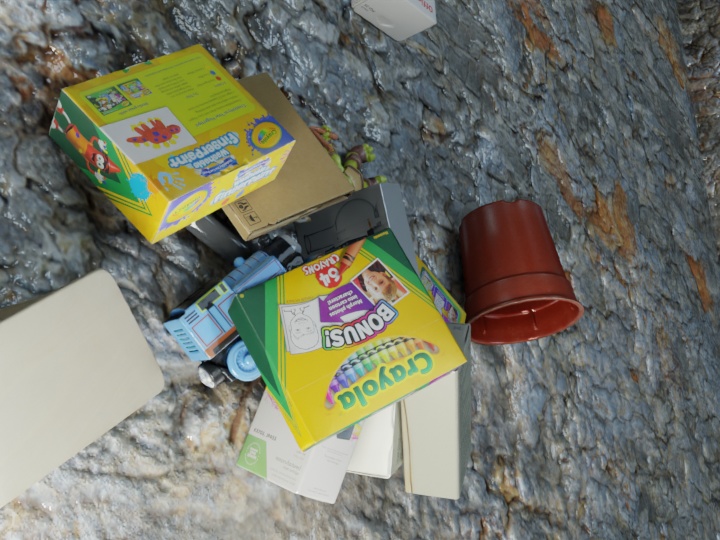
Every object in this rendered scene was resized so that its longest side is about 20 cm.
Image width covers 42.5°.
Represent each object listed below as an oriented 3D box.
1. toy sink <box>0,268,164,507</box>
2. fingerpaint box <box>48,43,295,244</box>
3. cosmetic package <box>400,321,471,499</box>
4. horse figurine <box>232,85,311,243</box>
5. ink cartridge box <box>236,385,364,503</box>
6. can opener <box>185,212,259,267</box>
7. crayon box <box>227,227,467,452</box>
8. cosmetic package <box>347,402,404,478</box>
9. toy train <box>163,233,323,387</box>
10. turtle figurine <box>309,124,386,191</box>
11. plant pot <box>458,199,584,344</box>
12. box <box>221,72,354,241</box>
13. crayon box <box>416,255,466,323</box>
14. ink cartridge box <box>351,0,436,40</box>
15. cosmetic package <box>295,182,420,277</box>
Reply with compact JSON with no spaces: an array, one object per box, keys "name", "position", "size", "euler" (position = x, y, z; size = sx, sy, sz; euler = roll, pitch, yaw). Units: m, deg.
[{"name":"toy sink","position":[-0.297,0.101,0.810],"size":[0.200,0.112,0.131],"euler":[-38,108,-48]},{"name":"fingerpaint box","position":[-0.199,-0.142,0.997],"size":[0.167,0.073,0.200],"euler":[45,43,9]},{"name":"cosmetic package","position":[0.096,0.173,1.147],"size":[0.104,0.073,0.201],"euler":[-62,152,-57]},{"name":"horse figurine","position":[-0.122,-0.132,1.185],"size":[0.132,0.050,0.201],"euler":[-9,92,-39]},{"name":"ink cartridge box","position":[-0.053,0.151,1.066],"size":[0.067,0.117,0.201],"euler":[30,76,-43]},{"name":"can opener","position":[-0.139,-0.003,1.111],"size":[0.200,0.066,0.053],"euler":[46,1,-26]},{"name":"crayon box","position":[-0.013,0.070,0.992],"size":[0.200,0.058,0.173],"euler":[-24,76,-26]},{"name":"cosmetic package","position":[0.031,0.189,1.190],"size":[0.200,0.071,0.106],"euler":[-3,98,-75]},{"name":"toy train","position":[-0.119,0.041,1.045],"size":[0.200,0.087,0.114],"euler":[-41,104,-25]},{"name":"turtle figurine","position":[-0.008,-0.120,1.321],"size":[0.200,0.064,0.161],"euler":[54,21,-2]},{"name":"plant pot","position":[0.254,-0.002,1.556],"size":[0.201,0.200,0.196],"euler":[22,52,-49]},{"name":"box","position":[-0.123,-0.142,1.105],"size":[0.163,0.021,0.200],"euler":[-25,71,-35]},{"name":"crayon box","position":[0.078,0.059,1.389],"size":[0.200,0.058,0.119],"euler":[48,43,-33]},{"name":"ink cartridge box","position":[0.053,-0.512,1.554],"size":[0.146,0.083,0.201],"euler":[19,62,-50]},{"name":"cosmetic package","position":[0.000,0.000,1.224],"size":[0.052,0.150,0.201],"euler":[-6,82,-53]}]
